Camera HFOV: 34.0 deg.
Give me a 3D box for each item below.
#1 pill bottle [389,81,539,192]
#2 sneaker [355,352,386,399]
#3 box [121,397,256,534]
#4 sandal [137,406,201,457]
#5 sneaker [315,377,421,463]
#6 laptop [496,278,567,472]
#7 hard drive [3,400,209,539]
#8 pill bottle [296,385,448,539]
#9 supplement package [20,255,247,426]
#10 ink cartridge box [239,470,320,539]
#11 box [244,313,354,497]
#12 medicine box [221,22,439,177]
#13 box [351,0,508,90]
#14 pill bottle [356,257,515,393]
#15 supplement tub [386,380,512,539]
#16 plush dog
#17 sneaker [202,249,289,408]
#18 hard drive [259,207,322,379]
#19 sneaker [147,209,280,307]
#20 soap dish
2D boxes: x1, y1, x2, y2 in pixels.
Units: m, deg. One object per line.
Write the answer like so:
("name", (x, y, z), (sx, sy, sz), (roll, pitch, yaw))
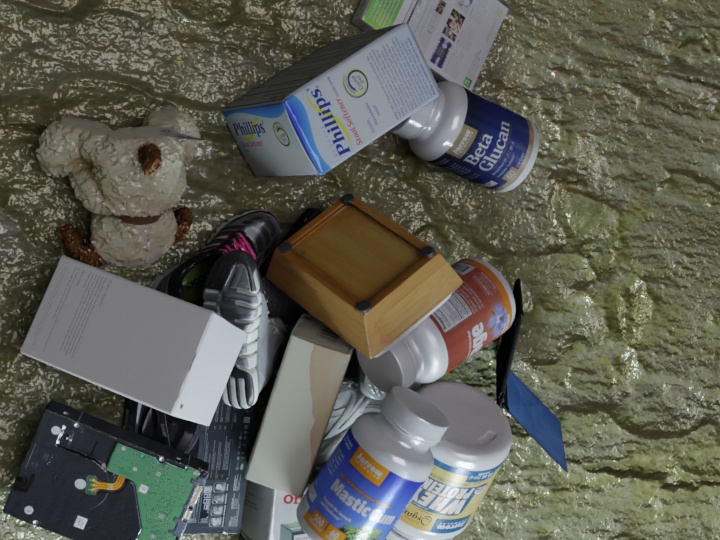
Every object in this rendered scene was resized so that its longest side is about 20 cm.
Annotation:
("pill bottle", (0.135, -0.189, 1.594), (0.200, 0.111, 0.111), (20, 83, -29))
("sneaker", (0.038, 0.079, 1.569), (0.078, 0.079, 0.200), (37, 67, -31))
("box", (-0.217, 0.225, 1.455), (0.157, 0.051, 0.201), (5, 91, -30))
("sandal", (-0.217, 0.165, 1.396), (0.076, 0.043, 0.201), (10, 89, -29))
("sneaker", (-0.006, 0.168, 1.561), (0.200, 0.078, 0.100), (-32, 103, -26))
("laptop", (0.247, 0.139, 1.617), (0.116, 0.187, 0.201), (12, 105, 3))
("hard drive", (-0.291, 0.250, 1.357), (0.199, 0.038, 0.140), (23, 102, -7))
("pill bottle", (0.018, 0.242, 1.416), (0.112, 0.112, 0.200), (25, 105, -29))
("supplement package", (-0.252, 0.081, 1.327), (0.122, 0.199, 0.120), (-68, 163, -9))
("ink cartridge box", (-0.078, 0.366, 1.525), (0.146, 0.084, 0.201), (6, 90, -30))
("box", (-0.073, 0.166, 1.454), (0.078, 0.095, 0.201), (19, 107, 1))
("medicine box", (-0.039, -0.207, 1.452), (0.200, 0.182, 0.103), (-36, 110, -23))
("box", (0.097, -0.349, 1.607), (0.200, 0.036, 0.145), (31, 78, -29))
("pill bottle", (0.095, 0.073, 1.495), (0.200, 0.112, 0.112), (-31, 108, -32))
("supplement tub", (0.100, 0.260, 1.544), (0.144, 0.145, 0.200), (-2, 131, -30))
("plush dog", (-0.262, -0.082, 1.369), (0.199, 0.160, 0.172), (-11, 122, -29))
("sneaker", (-0.131, 0.057, 1.423), (0.115, 0.075, 0.201), (-38, 135, -58))
("hard drive", (-0.076, 0.037, 1.531), (0.140, 0.038, 0.200), (44, 72, -25))
("sneaker", (-0.168, -0.005, 1.446), (0.200, 0.087, 0.074), (-36, 110, -23))
("soap dish", (0.000, 0.000, 1.439), (0.157, 0.200, 0.081), (-38, 142, -22))
